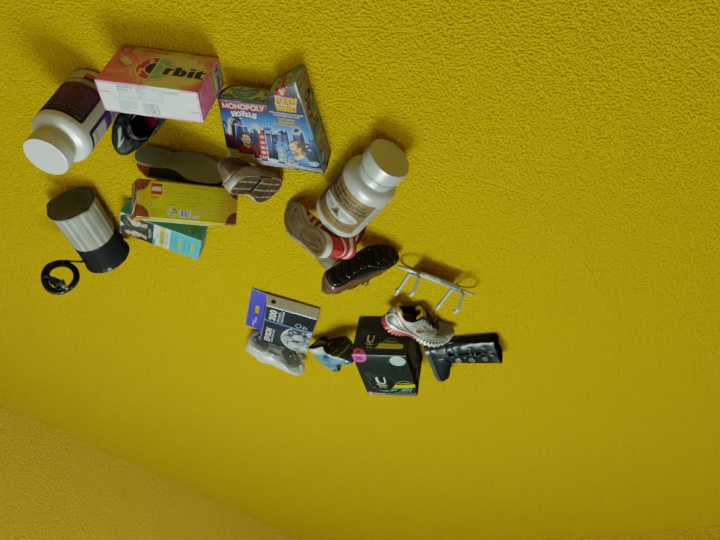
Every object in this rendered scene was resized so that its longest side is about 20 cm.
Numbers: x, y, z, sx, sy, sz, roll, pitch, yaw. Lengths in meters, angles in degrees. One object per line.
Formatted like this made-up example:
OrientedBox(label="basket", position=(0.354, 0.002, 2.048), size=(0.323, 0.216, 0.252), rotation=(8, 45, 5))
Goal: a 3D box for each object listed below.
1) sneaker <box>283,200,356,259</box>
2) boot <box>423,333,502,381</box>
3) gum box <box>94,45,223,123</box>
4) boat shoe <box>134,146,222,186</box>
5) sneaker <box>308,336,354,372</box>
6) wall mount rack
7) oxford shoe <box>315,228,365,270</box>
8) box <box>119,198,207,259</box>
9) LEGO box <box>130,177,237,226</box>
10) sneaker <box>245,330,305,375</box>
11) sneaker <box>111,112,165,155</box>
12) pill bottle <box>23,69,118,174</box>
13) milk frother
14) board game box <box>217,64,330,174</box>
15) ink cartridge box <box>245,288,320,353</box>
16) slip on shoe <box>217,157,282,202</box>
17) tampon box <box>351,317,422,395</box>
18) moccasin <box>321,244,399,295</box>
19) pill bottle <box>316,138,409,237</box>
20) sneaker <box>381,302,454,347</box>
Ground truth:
OrientedBox(label="sneaker", position=(-0.084, -0.084, 1.305), size=(0.112, 0.200, 0.072), rotation=(5, 119, -39))
OrientedBox(label="boot", position=(0.292, 0.241, 1.648), size=(0.198, 0.066, 0.165), rotation=(-11, 138, 21))
OrientedBox(label="gum box", position=(-0.363, -0.338, 1.086), size=(0.198, 0.114, 0.066), rotation=(9, 141, 5))
OrientedBox(label="boat shoe", position=(-0.380, -0.211, 1.282), size=(0.198, 0.072, 0.063), rotation=(13, 148, 4))
OrientedBox(label="sneaker", position=(-0.064, 0.238, 1.682), size=(0.199, 0.078, 0.090), rotation=(0, 123, 60))
OrientedBox(label="wall mount rack", position=(0.164, 0.050, 1.445), size=(0.198, 0.075, 0.174), rotation=(21, 179, -8))
OrientedBox(label="oxford shoe", position=(-0.047, -0.065, 1.365), size=(0.075, 0.071, 0.200), rotation=(35, 132, 0))
OrientedBox(label="box", position=(-0.478, -0.099, 1.462), size=(0.198, 0.049, 0.082), rotation=(20, 141, -8))
OrientedBox(label="LEGO box", position=(-0.369, -0.138, 1.256), size=(0.198, 0.078, 0.149), rotation=(3, -179, -25))
OrientedBox(label="sneaker", position=(-0.259, 0.256, 1.823), size=(0.199, 0.078, 0.099), rotation=(34, 144, -11))
OrientedBox(label="sneaker", position=(-0.446, -0.287, 1.193), size=(0.077, 0.084, 0.199), rotation=(41, 133, -22))
OrientedBox(label="pill bottle", position=(-0.546, -0.279, 1.142), size=(0.110, 0.201, 0.112), rotation=(8, 141, 7))
OrientedBox(label="milk frother", position=(-0.696, -0.066, 1.448), size=(0.179, 0.201, 0.189), rotation=(5, 141, 17))
OrientedBox(label="board game box", position=(-0.158, -0.289, 1.129), size=(0.198, 0.062, 0.201), rotation=(10, 140, 5))
OrientedBox(label="ink cartridge box", position=(-0.227, 0.146, 1.694), size=(0.198, 0.044, 0.199), rotation=(17, 142, -3))
OrientedBox(label="slip on shoe", position=(-0.224, -0.185, 1.219), size=(0.076, 0.200, 0.061), rotation=(-43, 79, 17))
OrientedBox(label="tampon box", position=(0.077, 0.236, 1.645), size=(0.148, 0.127, 0.201), rotation=(-2, 139, 17))
OrientedBox(label="moccasin", position=(0.001, 0.001, 1.357), size=(0.074, 0.201, 0.078), rotation=(53, 153, 10))
OrientedBox(label="pill bottle", position=(0.005, -0.162, 1.192), size=(0.114, 0.115, 0.200), rotation=(28, 139, -18))
OrientedBox(label="sneaker", position=(0.156, 0.137, 1.534), size=(0.198, 0.078, 0.082), rotation=(15, 131, -22))
